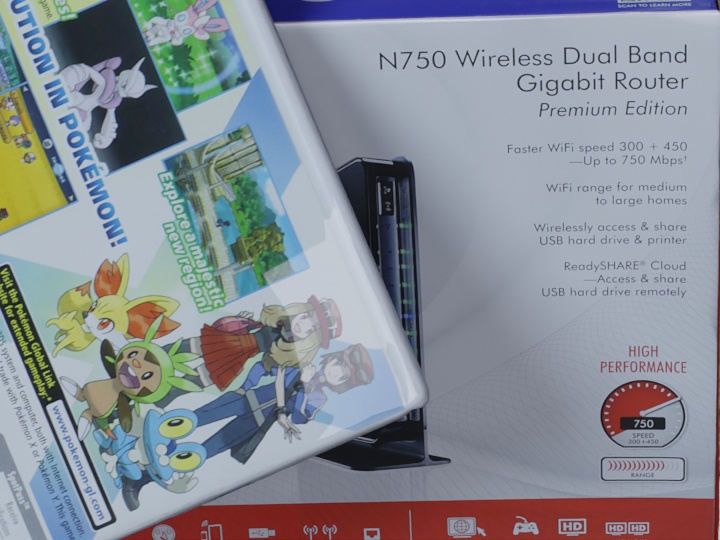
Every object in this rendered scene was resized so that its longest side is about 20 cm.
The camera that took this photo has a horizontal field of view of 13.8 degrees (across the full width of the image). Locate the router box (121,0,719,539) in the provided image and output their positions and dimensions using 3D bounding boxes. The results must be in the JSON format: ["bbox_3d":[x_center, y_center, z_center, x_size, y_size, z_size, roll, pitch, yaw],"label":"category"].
[{"bbox_3d":[0.000,0.000,0.830,0.199,0.049,0.180,-2,121,3],"label":"router box"}]

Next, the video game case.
[{"bbox_3d":[-0.103,-0.022,0.759,0.182,0.022,0.201,-23,87,3],"label":"video game case"}]
